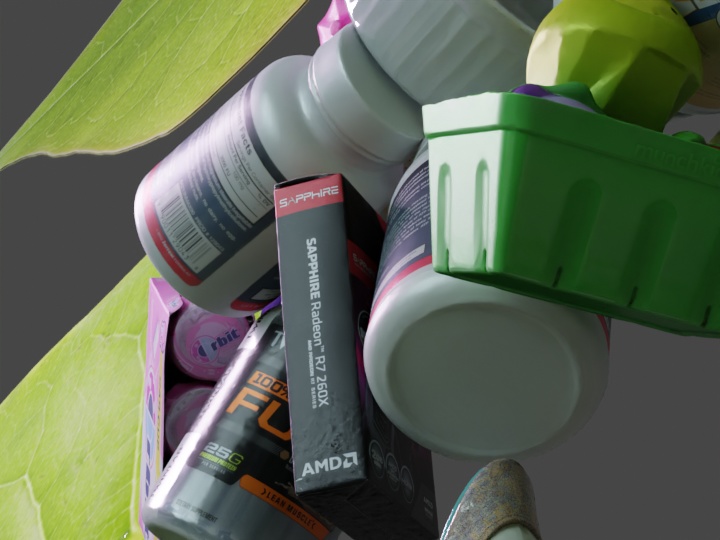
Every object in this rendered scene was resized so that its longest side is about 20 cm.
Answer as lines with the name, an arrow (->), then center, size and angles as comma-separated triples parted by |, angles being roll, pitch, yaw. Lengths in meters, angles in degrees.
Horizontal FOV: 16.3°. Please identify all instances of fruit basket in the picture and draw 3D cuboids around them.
fruit basket -> 0.141, -0.077, 1.340 | 0.216, 0.215, 0.155 | -58, 17, -11

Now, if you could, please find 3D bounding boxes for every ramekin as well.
ramekin -> 0.083, -0.175, 1.590 | 0.098, 0.200, 0.201 | -46, 19, 34

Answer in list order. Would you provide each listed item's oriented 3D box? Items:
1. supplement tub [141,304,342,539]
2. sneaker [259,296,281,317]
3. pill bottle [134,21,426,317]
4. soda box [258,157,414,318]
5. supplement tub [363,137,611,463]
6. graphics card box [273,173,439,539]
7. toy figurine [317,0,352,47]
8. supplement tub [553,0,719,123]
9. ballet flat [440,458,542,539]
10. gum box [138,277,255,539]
supplement tub -> -0.045, 0.109, 1.648 | 0.200, 0.122, 0.122 | -60, 18, -15
sneaker -> -0.044, -0.039, 1.763 | 0.083, 0.081, 0.201 | 5, 76, 22
pill bottle -> -0.043, -0.068, 1.619 | 0.200, 0.120, 0.120 | -38, 23, 34
soda box -> -0.015, 0.004, 1.823 | 0.200, 0.068, 0.064 | -63, 17, -2
supplement tub -> 0.080, 0.004, 1.481 | 0.140, 0.140, 0.200 | -44, 20, 31
graphics card box -> -0.003, 0.056, 1.504 | 0.051, 0.125, 0.201 | -12, 63, 17
toy figurine -> 0.053, -0.134, 1.707 | 0.150, 0.184, 0.200 | -28, 23, 33
supplement tub -> 0.217, -0.175, 1.447 | 0.200, 0.145, 0.145 | -31, 28, 53
ballet flat -> 0.065, 0.192, 1.319 | 0.067, 0.068, 0.200 | 0, 59, 46
gum box -> -0.116, 0.103, 1.780 | 0.114, 0.066, 0.201 | -132, 44, -74
